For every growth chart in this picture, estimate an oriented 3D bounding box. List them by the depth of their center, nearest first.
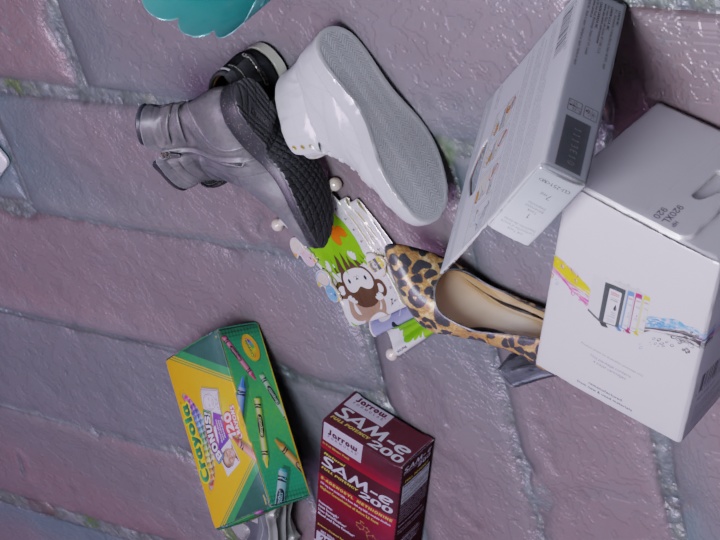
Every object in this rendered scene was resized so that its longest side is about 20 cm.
[{"bbox_3d":[0.000,0.000,1.863,0.200,0.018,0.145,50,141,4],"label":"growth chart"}]

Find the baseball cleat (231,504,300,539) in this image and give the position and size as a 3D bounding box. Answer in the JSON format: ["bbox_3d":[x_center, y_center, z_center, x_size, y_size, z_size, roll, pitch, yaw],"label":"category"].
[{"bbox_3d":[-0.119,0.261,2.151,0.106,0.070,0.200,28,136,25],"label":"baseball cleat"}]

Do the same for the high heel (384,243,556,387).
[{"bbox_3d":[0.123,0.027,1.713,0.200,0.072,0.142,41,151,-15],"label":"high heel"}]

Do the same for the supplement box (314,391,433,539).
[{"bbox_3d":[0.012,0.238,2.011,0.109,0.061,0.200,29,136,26],"label":"supplement box"}]

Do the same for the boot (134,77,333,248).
[{"bbox_3d":[-0.119,-0.096,1.794,0.131,0.070,0.200,-12,123,31],"label":"boot"}]

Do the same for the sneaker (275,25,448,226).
[{"bbox_3d":[-0.003,-0.116,1.734,0.200,0.074,0.116,60,144,4],"label":"sneaker"}]

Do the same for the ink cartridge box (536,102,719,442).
[{"bbox_3d":[0.248,-0.001,1.514,0.144,0.147,0.200,29,137,25],"label":"ink cartridge box"}]

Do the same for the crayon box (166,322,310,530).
[{"bbox_3d":[-0.135,0.170,2.044,0.119,0.058,0.201,-30,75,51],"label":"crayon box"}]

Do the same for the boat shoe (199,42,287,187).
[{"bbox_3d":[-0.136,-0.144,1.840,0.072,0.068,0.200,42,143,7],"label":"boat shoe"}]

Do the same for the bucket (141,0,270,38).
[{"bbox_3d":[-0.122,-0.320,1.626,0.207,0.135,0.208,25,134,28],"label":"bucket"}]

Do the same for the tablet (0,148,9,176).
[{"bbox_3d":[-0.498,-0.174,2.213,0.200,0.014,0.130,50,142,0],"label":"tablet"}]

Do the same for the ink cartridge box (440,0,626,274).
[{"bbox_3d":[0.138,-0.104,1.500,0.043,0.200,0.174,25,143,-10],"label":"ink cartridge box"}]
